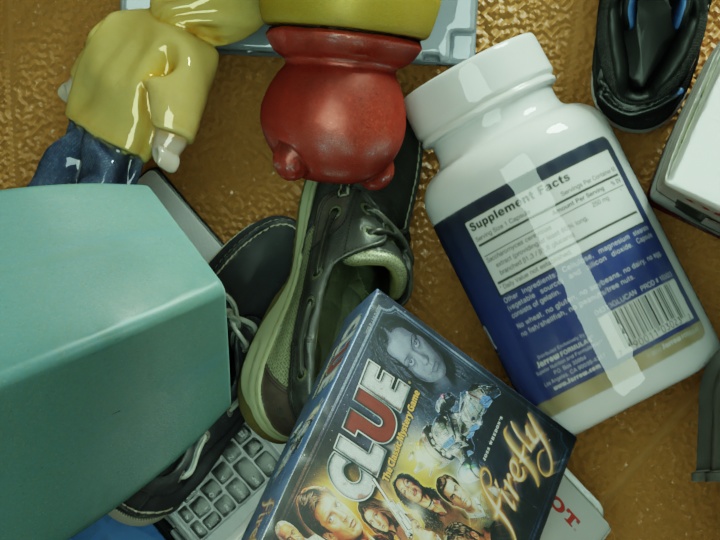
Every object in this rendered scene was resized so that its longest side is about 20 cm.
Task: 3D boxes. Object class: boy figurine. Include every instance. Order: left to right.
[{"bbox_3d":[-0.120,-0.093,1.436,0.064,0.124,0.201,38,81,-38],"label":"boy figurine"}]

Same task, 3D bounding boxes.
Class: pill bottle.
[{"bbox_3d":[0.102,-0.020,1.437,0.110,0.111,0.201,-27,87,3],"label":"pill bottle"}]

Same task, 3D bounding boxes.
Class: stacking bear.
[{"bbox_3d":[-0.008,-0.144,1.401,0.121,0.113,0.202,4,92,-40],"label":"stacking bear"}]

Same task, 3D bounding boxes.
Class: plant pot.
[{"bbox_3d":[-0.172,0.047,1.334,0.199,0.142,0.141,-23,48,-22],"label":"plant pot"}]

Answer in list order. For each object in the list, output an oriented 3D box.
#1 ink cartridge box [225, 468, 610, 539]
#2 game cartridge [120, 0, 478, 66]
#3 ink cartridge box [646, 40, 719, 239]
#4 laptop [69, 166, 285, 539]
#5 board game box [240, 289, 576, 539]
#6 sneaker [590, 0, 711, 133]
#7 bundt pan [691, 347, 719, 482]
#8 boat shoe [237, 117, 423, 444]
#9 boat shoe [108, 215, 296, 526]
[{"bbox_3d":[0.019,0.152,1.389,0.146,0.200,0.086,46,132,0],"label":"ink cartridge box"},{"bbox_3d":[-0.031,-0.184,1.489,0.198,0.042,0.134,4,85,4],"label":"game cartridge"},{"bbox_3d":[0.229,-0.046,1.384,0.146,0.200,0.083,25,90,5],"label":"ink cartridge box"},{"bbox_3d":[-0.131,0.076,1.448,0.200,0.116,0.187,-42,87,2],"label":"laptop"},{"bbox_3d":[0.021,0.121,1.326,0.135,0.201,0.035,36,136,-12],"label":"board game box"},{"bbox_3d":[0.167,-0.176,1.436,0.072,0.112,0.202,8,89,3],"label":"sneaker"},{"bbox_3d":[0.266,0.061,1.379,0.200,0.202,0.076,-6,87,4],"label":"bundt pan"},{"bbox_3d":[-0.001,0.000,1.437,0.072,0.066,0.202,37,65,-36],"label":"boat shoe"},{"bbox_3d":[-0.073,0.047,1.438,0.072,0.063,0.201,34,63,-4],"label":"boat shoe"}]
